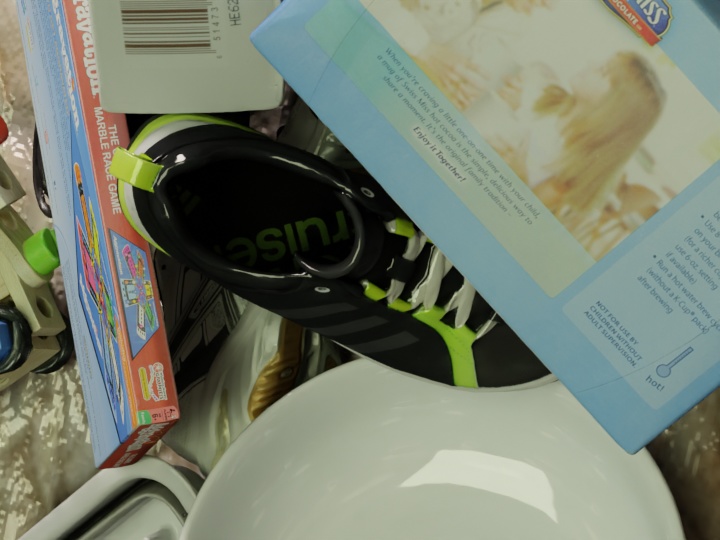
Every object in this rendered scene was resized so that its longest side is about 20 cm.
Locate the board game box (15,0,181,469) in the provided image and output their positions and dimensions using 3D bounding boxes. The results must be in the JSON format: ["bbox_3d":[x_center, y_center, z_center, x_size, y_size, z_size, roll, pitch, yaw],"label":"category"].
[{"bbox_3d":[-0.105,-0.029,1.068,0.103,0.019,0.201,135,125,-72],"label":"board game box"}]

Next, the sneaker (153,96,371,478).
[{"bbox_3d":[-0.042,-0.012,1.102,0.087,0.075,0.201,28,103,29],"label":"sneaker"}]

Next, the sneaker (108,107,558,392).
[{"bbox_3d":[0.000,0.000,0.991,0.199,0.083,0.072,18,96,-11],"label":"sneaker"}]

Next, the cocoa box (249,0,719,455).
[{"bbox_3d":[0.086,-0.065,0.953,0.133,0.131,0.200,-41,95,25],"label":"cocoa box"}]

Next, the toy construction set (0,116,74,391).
[{"bbox_3d":[-0.199,0.004,1.194,0.200,0.092,0.132,-38,72,37],"label":"toy construction set"}]

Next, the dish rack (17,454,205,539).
[{"bbox_3d":[-0.094,0.185,1.143,0.200,0.043,0.172,-40,77,31],"label":"dish rack"}]

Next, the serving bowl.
[{"bbox_3d":[0.029,0.132,1.041,0.199,0.066,0.201,-5,65,10],"label":"serving bowl"}]

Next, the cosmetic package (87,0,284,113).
[{"bbox_3d":[-0.063,-0.157,1.030,0.074,0.201,0.102,-1,131,1],"label":"cosmetic package"}]

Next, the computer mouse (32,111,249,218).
[{"bbox_3d":[-0.087,-0.094,1.112,0.200,0.046,0.141,180,87,-65],"label":"computer mouse"}]
